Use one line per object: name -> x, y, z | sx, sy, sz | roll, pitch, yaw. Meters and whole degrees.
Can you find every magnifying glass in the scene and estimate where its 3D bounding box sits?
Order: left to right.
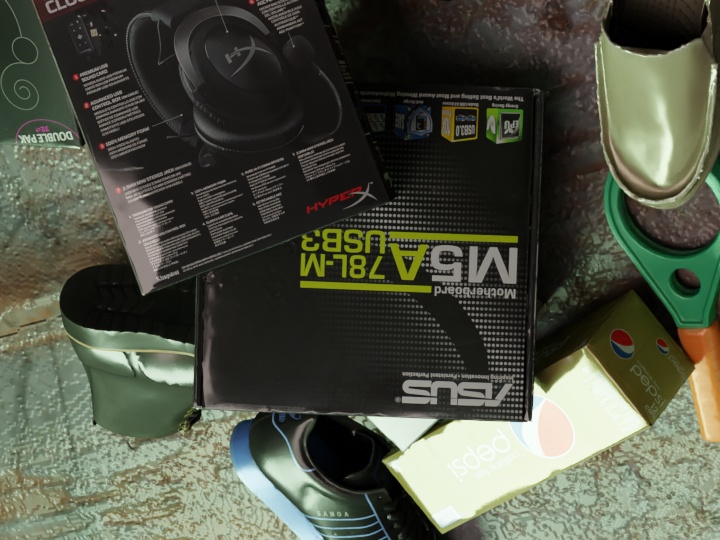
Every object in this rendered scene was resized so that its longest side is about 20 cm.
magnifying glass -> 0.195, 0.012, 1.486 | 0.079, 0.022, 0.201 | -1, 117, 29

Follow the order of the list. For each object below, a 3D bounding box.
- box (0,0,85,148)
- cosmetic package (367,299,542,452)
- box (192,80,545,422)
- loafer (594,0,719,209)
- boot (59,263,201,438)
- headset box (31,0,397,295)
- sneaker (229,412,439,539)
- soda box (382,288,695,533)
box -> -0.238, -0.169, 1.540 | 0.199, 0.124, 0.149 | 4, 120, 26
cosmetic package -> 0.000, 0.000, 1.541 | 0.200, 0.090, 0.107 | 44, 127, 2
box -> 0.005, -0.012, 1.457 | 0.199, 0.048, 0.194 | 3, 92, 3
loafer -> 0.161, -0.122, 1.378 | 0.075, 0.068, 0.201 | 14, 119, 24
boot -> -0.093, 0.068, 1.660 | 0.199, 0.078, 0.139 | 14, 143, 14
headset box -> -0.083, -0.106, 1.396 | 0.148, 0.077, 0.201 | -21, 91, 5
sneaker -> 0.007, 0.155, 1.625 | 0.200, 0.070, 0.078 | 42, 136, -24
soda box -> 0.107, 0.088, 1.538 | 0.064, 0.068, 0.200 | 51, 135, -7
